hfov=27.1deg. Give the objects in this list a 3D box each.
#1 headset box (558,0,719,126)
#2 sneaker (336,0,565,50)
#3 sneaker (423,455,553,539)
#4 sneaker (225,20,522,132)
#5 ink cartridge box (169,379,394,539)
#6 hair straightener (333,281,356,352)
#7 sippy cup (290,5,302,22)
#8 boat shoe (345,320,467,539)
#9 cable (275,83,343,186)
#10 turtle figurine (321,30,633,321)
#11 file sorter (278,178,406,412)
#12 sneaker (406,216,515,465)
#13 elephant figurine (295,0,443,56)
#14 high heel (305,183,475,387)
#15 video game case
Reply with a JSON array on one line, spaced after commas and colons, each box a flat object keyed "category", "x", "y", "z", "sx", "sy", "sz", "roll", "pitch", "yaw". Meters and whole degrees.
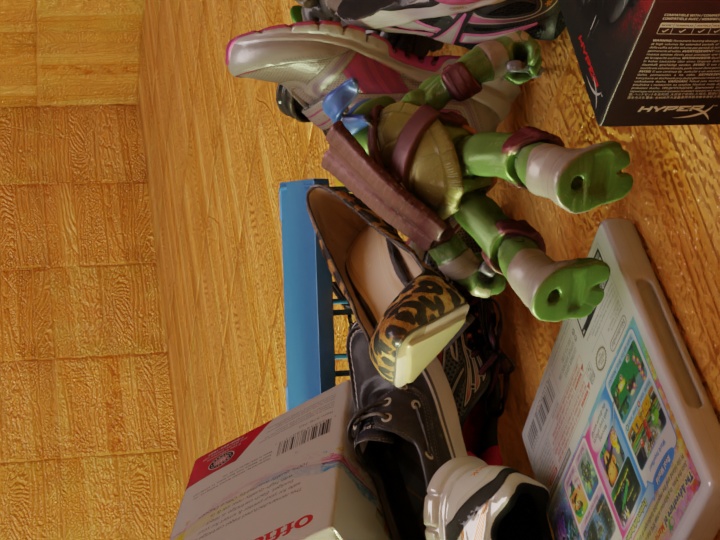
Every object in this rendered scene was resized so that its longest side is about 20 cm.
[{"category": "headset box", "x": 0.149, "y": -0.185, "z": 0.663, "sx": 0.201, "sy": 0.077, "sz": 0.150, "roll": 104, "pitch": 159, "yaw": -55}, {"category": "sneaker", "x": 0.060, "y": -0.168, "z": 0.950, "sx": 0.081, "sy": 0.086, "sz": 0.200, "roll": -58, "pitch": 29, "yaw": -6}, {"category": "sneaker", "x": 0.086, "y": 0.216, "z": 0.917, "sx": 0.080, "sy": 0.073, "sz": 0.202, "roll": -8, "pitch": 89, "yaw": 56}, {"category": "sneaker", "x": 0.005, "y": -0.109, "z": 0.988, "sx": 0.081, "sy": 0.198, "sz": 0.089, "roll": -160, "pitch": 83, "yaw": -83}, {"category": "ink cartridge box", "x": -0.037, "y": 0.204, "z": 1.032, "sx": 0.145, "sy": 0.145, "sz": 0.200, "roll": 58, "pitch": -164, "yaw": -17}, {"category": "hair straightener", "x": 0.009, "y": 0.048, "z": 1.395, "sx": 0.200, "sy": 0.041, "sz": 0.078, "roll": -127, "pitch": 36, "yaw": -60}, {"category": "sippy cup", "x": -0.028, "y": -0.294, "z": 1.273, "sx": 0.140, "sy": 0.129, "sz": 0.179, "roll": -145, "pitch": 54, "yaw": -73}, {"category": "boat shoe", "x": 0.025, "y": 0.118, "z": 0.999, "sx": 0.070, "sy": 0.066, "sz": 0.201, "roll": -37, "pitch": 63, "yaw": 40}, {"category": "cable", "x": -0.008, "y": -0.128, "z": 1.230, "sx": 0.097, "sy": 0.050, "sz": 0.200, "roll": -54, "pitch": -20, "yaw": -7}, {"category": "turtle figurine", "x": 0.092, "y": -0.056, "z": 0.873, "sx": 0.144, "sy": 0.200, "sz": 0.194, "roll": -54, "pitch": 40, "yaw": 2}, {"category": "file sorter", "x": 0.008, "y": 0.028, "z": 1.193, "sx": 0.139, "sy": 0.122, "sz": 0.202, "roll": -171, "pitch": 79, "yaw": -77}, {"category": "sneaker", "x": 0.074, "y": 0.050, "z": 1.052, "sx": 0.074, "sy": 0.080, "sz": 0.202, "roll": 8, "pitch": 101, "yaw": 46}, {"category": "elephant figurine", "x": 0.024, "y": -0.196, "z": 1.093, "sx": 0.200, "sy": 0.141, "sz": 0.156, "roll": -114, "pitch": 3, "yaw": -62}, {"category": "high heel", "x": 0.000, "y": 0.000, "z": 0.931, "sx": 0.071, "sy": 0.142, "sz": 0.200, "roll": -48, "pitch": -6, "yaw": 9}, {"category": "video game case", "x": 0.145, "y": 0.105, "z": 0.846, "sx": 0.201, "sy": 0.023, "sz": 0.183, "roll": 103, "pitch": 160, "yaw": -45}]
